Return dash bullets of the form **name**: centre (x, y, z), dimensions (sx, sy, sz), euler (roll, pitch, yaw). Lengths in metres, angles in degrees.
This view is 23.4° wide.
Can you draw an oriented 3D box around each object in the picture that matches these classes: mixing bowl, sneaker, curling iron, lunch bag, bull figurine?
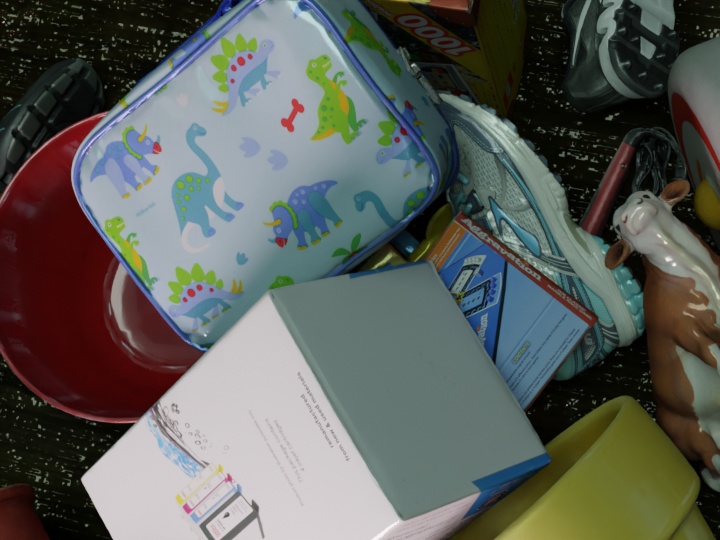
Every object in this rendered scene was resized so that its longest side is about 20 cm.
- **mixing bowl**: centre (-0.134, 0.005, 1.127), dimensions (0.199, 0.108, 0.202), euler (-2, 77, 11)
- **sneaker**: centre (0.171, -0.182, 1.119), dimensions (0.066, 0.090, 0.201), euler (31, 59, -21)
- **sneaker**: centre (-0.252, -0.066, 1.188), dimensions (0.079, 0.075, 0.201), euler (21, 70, 36)
- **sneaker**: centre (0.089, -0.020, 1.053), dimensions (0.086, 0.078, 0.200), euler (-41, 91, -8)
- **curling iron**: centre (0.147, -0.005, 1.108), dimensions (0.049, 0.026, 0.201), euler (32, 87, 20)
- **lunch bag**: centre (-0.055, -0.064, 0.986), dimensions (0.200, 0.082, 0.161), euler (-37, 95, 23)
- **bull figurine**: centre (0.199, 0.044, 1.001), dimensions (0.065, 0.201, 0.122), euler (-25, 37, -9)

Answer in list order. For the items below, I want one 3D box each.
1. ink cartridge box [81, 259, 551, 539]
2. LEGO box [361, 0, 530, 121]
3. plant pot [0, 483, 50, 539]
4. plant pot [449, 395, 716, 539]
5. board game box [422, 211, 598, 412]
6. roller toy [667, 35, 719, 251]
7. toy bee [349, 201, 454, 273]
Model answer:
- **ink cartridge box**: centre (-0.028, 0.115, 0.997), dimensions (0.200, 0.147, 0.145), euler (-43, 71, 36)
- **LEGO box**: centre (0.018, -0.165, 1.082), dimensions (0.148, 0.200, 0.078), euler (10, 76, 14)
- **plant pot**: centre (-0.230, 0.268, 1.058), dimensions (0.200, 0.201, 0.196), euler (-38, 81, 2)
- **plant pot**: centre (0.138, 0.206, 0.987), dimensions (0.201, 0.201, 0.189), euler (-41, 87, 1)
- **board game box**: centre (0.048, 0.071, 1.057), dimensions (0.103, 0.019, 0.200), euler (37, 120, 5)
- **roller toy**: centre (0.262, -0.058, 1.013), dimensions (0.139, 0.183, 0.201), euler (-22, 114, 4)
- **toy bee**: centre (0.000, 0.000, 1.099), dimensions (0.199, 0.109, 0.132), euler (23, 85, 16)
